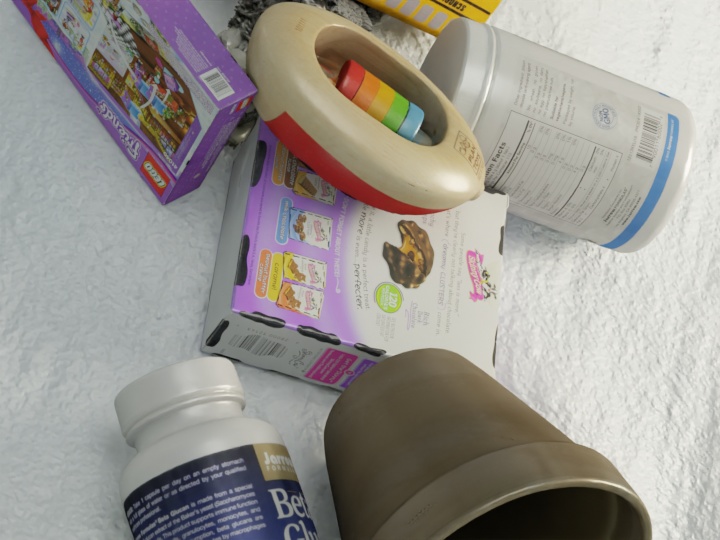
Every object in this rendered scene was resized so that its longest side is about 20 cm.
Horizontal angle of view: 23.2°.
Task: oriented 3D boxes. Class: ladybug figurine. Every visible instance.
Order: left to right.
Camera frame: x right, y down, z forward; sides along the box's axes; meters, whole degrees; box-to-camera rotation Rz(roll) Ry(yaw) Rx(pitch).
[{"bbox_3d":[0.000,-0.103,1.218,0.200,0.072,0.136,37,35,-12],"label":"ladybug figurine"}]

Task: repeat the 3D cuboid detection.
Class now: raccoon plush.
[{"bbox_3d":[-0.050,-0.158,1.341,0.097,0.134,0.200,48,20,24],"label":"raccoon plush"}]

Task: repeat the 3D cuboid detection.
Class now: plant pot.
[{"bbox_3d":[0.060,0.149,1.140,0.200,0.200,0.174,-5,41,-28],"label":"plant pot"}]

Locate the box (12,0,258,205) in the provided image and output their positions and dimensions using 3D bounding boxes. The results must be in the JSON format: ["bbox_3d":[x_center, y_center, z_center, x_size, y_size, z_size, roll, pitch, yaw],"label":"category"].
[{"bbox_3d":[-0.163,-0.161,1.232,0.039,0.137,0.200,-31,80,-34],"label":"box"}]

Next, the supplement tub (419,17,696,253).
[{"bbox_3d":[0.144,-0.102,1.351,0.200,0.132,0.132,19,56,-14],"label":"supplement tub"}]

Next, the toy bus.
[{"bbox_3d":[0.031,-0.240,1.349,0.200,0.078,0.065,14,32,-54],"label":"toy bus"}]

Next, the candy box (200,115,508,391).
[{"bbox_3d":[0.000,0.000,1.261,0.200,0.072,0.168,17,57,-16],"label":"candy box"}]

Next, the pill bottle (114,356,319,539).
[{"bbox_3d":[-0.087,0.161,1.103,0.111,0.111,0.200,-10,68,-30],"label":"pill bottle"}]
